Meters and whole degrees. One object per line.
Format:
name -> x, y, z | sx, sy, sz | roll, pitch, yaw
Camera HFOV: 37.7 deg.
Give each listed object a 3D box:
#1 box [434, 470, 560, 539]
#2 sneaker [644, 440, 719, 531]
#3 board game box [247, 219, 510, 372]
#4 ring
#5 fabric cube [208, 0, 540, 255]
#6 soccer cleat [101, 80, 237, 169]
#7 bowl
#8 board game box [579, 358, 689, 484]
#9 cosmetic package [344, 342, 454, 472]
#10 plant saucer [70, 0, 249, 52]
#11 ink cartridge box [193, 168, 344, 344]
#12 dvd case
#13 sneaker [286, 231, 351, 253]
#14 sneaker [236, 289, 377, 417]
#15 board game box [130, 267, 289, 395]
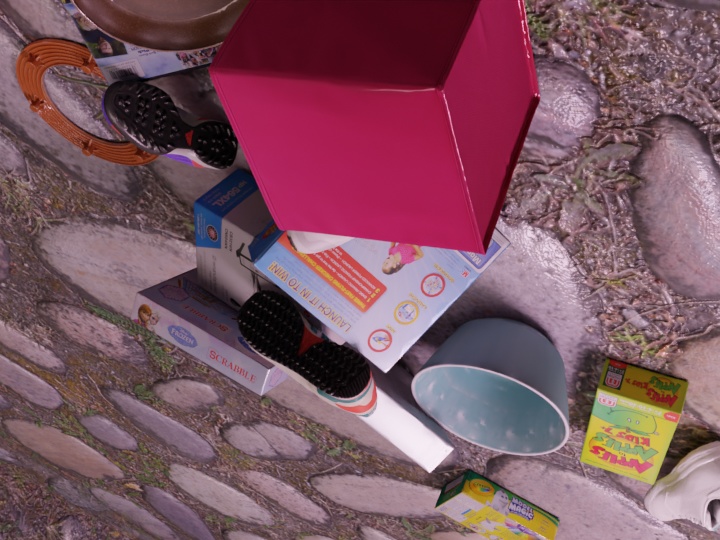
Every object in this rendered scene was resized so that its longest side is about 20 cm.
box -> 0.234, 0.405, 1.726 | 0.199, 0.049, 0.117 | 32, 148, -5
sneaker -> 0.433, 0.302, 1.372 | 0.075, 0.089, 0.200 | -17, 151, -15
board game box -> 0.020, -0.027, 1.109 | 0.200, 0.196, 0.056 | 41, -172, -23
ring -> -0.324, -0.193, 1.263 | 0.199, 0.019, 0.201 | 18, 149, 12
fabric cube -> 0.025, -0.157, 0.897 | 0.198, 0.201, 0.197 | 7, 144, 24
soccer cleat -> -0.217, -0.153, 1.141 | 0.073, 0.069, 0.200 | 6, 175, 32
bowl -> 0.174, 0.132, 1.307 | 0.200, 0.105, 0.201 | 19, 148, 12
board game box -> 0.342, 0.194, 1.335 | 0.101, 0.048, 0.200 | 16, 147, 15
cosmetic package -> 0.031, 0.161, 1.392 | 0.151, 0.052, 0.200 | 43, -173, -23
plant saucer -> -0.168, -0.280, 0.943 | 0.199, 0.032, 0.201 | -6, 145, -4
ink cartridge box -> -0.096, -0.005, 1.249 | 0.199, 0.084, 0.147 | 31, 140, 23
dvd case -> -0.208, -0.260, 1.007 | 0.142, 0.018, 0.200 | -13, 145, 4
sneaker -> 0.018, -0.074, 1.013 | 0.075, 0.199, 0.087 | 57, -178, -26
sneaker -> -0.058, 0.100, 1.176 | 0.199, 0.070, 0.094 | 32, 160, 33
board game box -> -0.147, 0.061, 1.322 | 0.199, 0.199, 0.041 | 28, 115, 19
